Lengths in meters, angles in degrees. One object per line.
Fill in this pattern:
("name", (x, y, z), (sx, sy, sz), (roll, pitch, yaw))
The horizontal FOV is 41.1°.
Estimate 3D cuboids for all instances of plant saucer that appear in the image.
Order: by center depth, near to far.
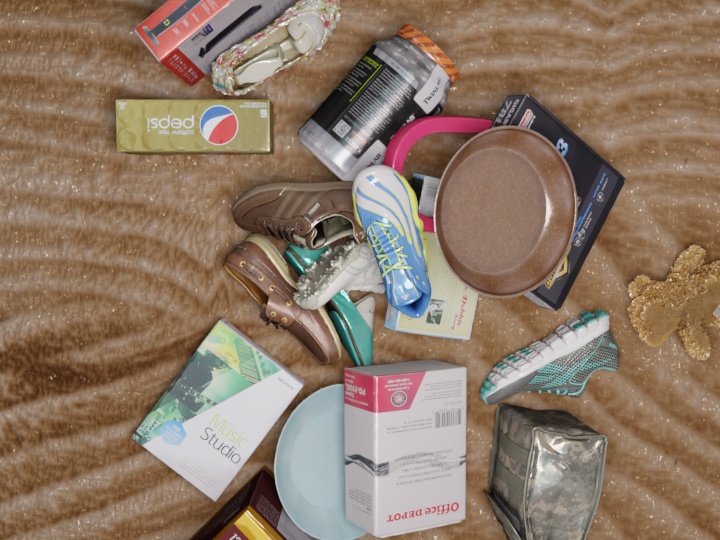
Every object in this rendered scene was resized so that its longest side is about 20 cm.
("plant saucer", (0.166, -0.069, 1.138), (0.199, 0.037, 0.202), (-3, 97, -25))
("plant saucer", (-0.031, 0.249, 1.260), (0.200, 0.039, 0.203), (2, 86, -31))

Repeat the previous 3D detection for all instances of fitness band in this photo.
("fitness band", (0.117, -0.119, 1.197), (0.198, 0.037, 0.145), (-2, 99, -28))

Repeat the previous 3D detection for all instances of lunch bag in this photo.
("lunch bag", (0.227, 0.285, 1.226), (0.116, 0.164, 0.202), (7, 93, -6))

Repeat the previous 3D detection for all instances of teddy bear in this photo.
("teddy bear", (0.444, 0.039, 1.268), (0.199, 0.067, 0.146), (-30, 102, -5))

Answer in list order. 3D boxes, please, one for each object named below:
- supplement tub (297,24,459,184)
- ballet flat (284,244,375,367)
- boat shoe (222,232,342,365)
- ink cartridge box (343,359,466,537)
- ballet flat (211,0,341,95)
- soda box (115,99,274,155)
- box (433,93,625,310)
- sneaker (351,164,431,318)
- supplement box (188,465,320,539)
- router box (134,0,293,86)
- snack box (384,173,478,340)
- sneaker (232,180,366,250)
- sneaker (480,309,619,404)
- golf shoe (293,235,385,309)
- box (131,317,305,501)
("supplement tub", (0.025, -0.204, 1.217), (0.122, 0.123, 0.200), (42, 94, -2))
("ballet flat", (-0.021, 0.036, 1.263), (0.070, 0.067, 0.201), (-33, 95, -12))
("boat shoe", (-0.103, 0.047, 1.249), (0.067, 0.072, 0.201), (-37, 87, -29))
("ink cartridge box", (0.058, 0.224, 1.234), (0.144, 0.084, 0.202), (-2, 94, -31))
("ballet flat", (-0.100, -0.283, 1.233), (0.199, 0.064, 0.076), (-36, 126, -2))
("soda box", (-0.213, -0.185, 1.248), (0.198, 0.064, 0.068), (0, 94, 1))
("box", (0.217, -0.084, 1.207), (0.198, 0.050, 0.201), (34, 81, -28))
("sneaker", (0.047, -0.025, 1.113), (0.075, 0.105, 0.201), (-21, 133, 5))
("supplement box", (-0.154, 0.386, 1.215), (0.197, 0.200, 0.133), (-44, 92, 2))
("router box", (-0.171, -0.313, 1.172), (0.179, 0.200, 0.049), (-39, 92, 2))
("snack box", (0.105, -0.016, 1.250), (0.115, 0.037, 0.202), (9, 94, -27))
("sneaker", (-0.077, -0.063, 1.194), (0.198, 0.071, 0.076), (-7, 55, 24))
("sneaker", (0.255, 0.135, 1.264), (0.199, 0.078, 0.092), (-29, 97, 3))
("golf shoe", (0.000, 0.000, 1.217), (0.200, 0.078, 0.098), (-46, 114, -34))
("box", (-0.189, 0.186, 1.285), (0.144, 0.036, 0.201), (37, 92, -2))
